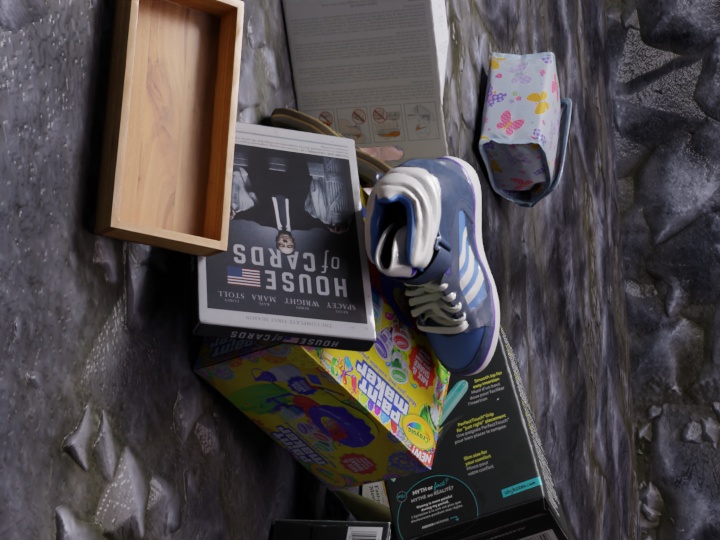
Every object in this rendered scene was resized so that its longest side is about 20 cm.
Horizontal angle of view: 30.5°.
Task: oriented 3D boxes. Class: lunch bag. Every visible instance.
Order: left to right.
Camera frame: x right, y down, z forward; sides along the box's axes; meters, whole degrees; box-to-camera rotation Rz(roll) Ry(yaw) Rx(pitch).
[{"bbox_3d":[0.259,-0.216,2.050,0.201,0.125,0.172,65,32,-60],"label":"lunch bag"}]

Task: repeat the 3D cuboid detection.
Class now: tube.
[{"bbox_3d":[0.054,0.283,1.372,0.052,0.198,0.059,-20,128,-48],"label":"tube"}]

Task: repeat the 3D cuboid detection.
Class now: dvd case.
[{"bbox_3d":[-0.067,-0.032,1.082,0.025,0.148,0.202,123,-33,-51],"label":"dvd case"}]

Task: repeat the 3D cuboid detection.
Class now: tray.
[{"bbox_3d":[-0.145,-0.120,1.010,0.098,0.037,0.203,12,74,-35],"label":"tray"}]

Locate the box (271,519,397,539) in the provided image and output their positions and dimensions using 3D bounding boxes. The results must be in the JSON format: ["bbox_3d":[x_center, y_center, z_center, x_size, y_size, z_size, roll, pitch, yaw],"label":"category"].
[{"bbox_3d":[-0.007,0.348,1.279,0.201,0.122,0.150,61,33,-51],"label":"box"}]

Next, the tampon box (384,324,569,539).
[{"bbox_3d":[0.100,0.175,1.301,0.127,0.148,0.202,57,16,-55],"label":"tampon box"}]

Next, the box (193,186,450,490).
[{"bbox_3d":[-0.021,0.057,1.191,0.200,0.121,0.194,45,44,-33],"label":"box"}]

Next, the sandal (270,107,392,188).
[{"bbox_3d":[-0.022,-0.096,1.230,0.054,0.199,0.080,-56,146,3],"label":"sandal"}]

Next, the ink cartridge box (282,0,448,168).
[{"bbox_3d":[0.012,-0.198,1.325,0.047,0.158,0.203,-43,129,-61],"label":"ink cartridge box"}]

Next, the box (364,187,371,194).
[{"bbox_3d":[0.008,-0.064,1.443,0.039,0.041,0.200,-62,163,16],"label":"box"}]

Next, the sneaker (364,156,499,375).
[{"bbox_3d":[0.051,0.008,1.118,0.146,0.080,0.203,-22,111,-54],"label":"sneaker"}]

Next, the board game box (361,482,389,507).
[{"bbox_3d":[0.047,0.242,1.545,0.151,0.046,0.203,36,55,-65],"label":"board game box"}]

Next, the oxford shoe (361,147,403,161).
[{"bbox_3d":[0.017,-0.131,1.465,0.200,0.070,0.074,-12,95,-69],"label":"oxford shoe"}]
